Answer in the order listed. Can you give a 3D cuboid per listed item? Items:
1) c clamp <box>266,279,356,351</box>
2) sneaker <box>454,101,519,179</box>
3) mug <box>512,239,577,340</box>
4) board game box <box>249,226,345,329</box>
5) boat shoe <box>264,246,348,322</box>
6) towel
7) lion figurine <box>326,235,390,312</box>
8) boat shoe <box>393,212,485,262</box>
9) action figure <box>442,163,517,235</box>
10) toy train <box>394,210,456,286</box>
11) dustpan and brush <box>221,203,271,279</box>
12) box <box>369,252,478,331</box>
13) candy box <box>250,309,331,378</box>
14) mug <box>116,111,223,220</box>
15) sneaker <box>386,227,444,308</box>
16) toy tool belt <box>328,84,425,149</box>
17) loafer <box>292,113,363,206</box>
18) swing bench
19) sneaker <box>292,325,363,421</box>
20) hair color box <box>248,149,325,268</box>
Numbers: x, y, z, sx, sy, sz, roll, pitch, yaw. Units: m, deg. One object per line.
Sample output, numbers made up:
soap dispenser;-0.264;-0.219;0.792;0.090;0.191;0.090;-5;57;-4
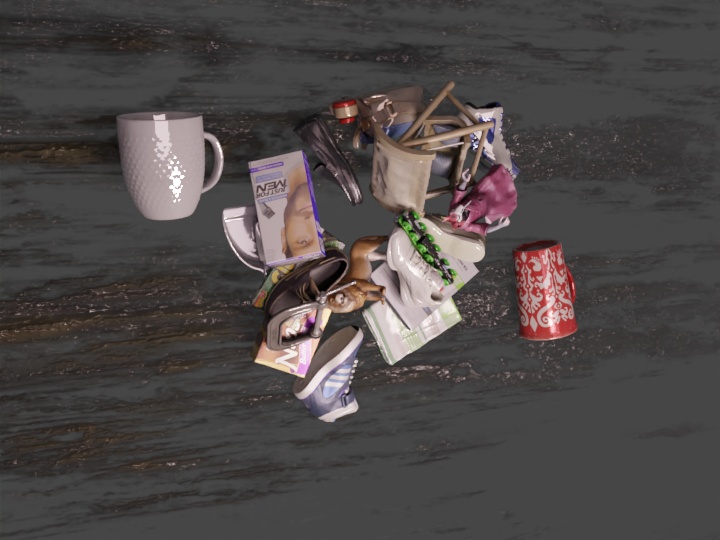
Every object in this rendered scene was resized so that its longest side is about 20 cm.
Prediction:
c clamp;-0.101;0.099;1.283;0.169;0.201;0.027;-16;64;-24
sneaker;0.277;-0.287;1.411;0.199;0.081;0.116;35;92;-20
mug;0.415;0.034;1.528;0.132;0.177;0.202;-7;103;21
board game box;-0.123;0.005;1.324;0.104;0.023;0.201;32;85;-19
boat shoe;-0.104;0.030;1.282;0.200;0.073;0.075;-45;110;-9
towel;0.117;0.101;1.476;0.199;0.031;0.150;-30;111;-10
lion figurine;0.000;0.000;1.361;0.121;0.073;0.202;10;61;8
boat shoe;0.165;-0.082;1.389;0.200;0.061;0.072;22;137;-2
action figure;0.223;-0.134;1.334;0.199;0.149;0.135;-30;94;-31
toy train;0.131;-0.044;1.360;0.042;0.056;0.201;-49;122;-20
dustpan and brush;-0.190;-0.030;1.328;0.138;0.057;0.202;-11;107;-16
box;0.133;0.005;1.437;0.200;0.041;0.156;-40;102;-10
candy box;-0.135;0.107;1.380;0.116;0.056;0.202;22;92;-21
mug;-0.333;-0.192;1.211;0.199;0.147;0.177;-19;117;-45
sneaker;0.114;-0.006;1.332;0.075;0.099;0.201;-61;140;-38
toy tool belt;0.039;-0.286;1.307;0.199;0.124;0.124;-22;114;-31
loafer;-0.061;-0.211;1.328;0.070;0.068;0.202;-31;105;0
swing bench;0.127;-0.216;1.290;0.199;0.199;0.130;-33;67;-17
sneaker;-0.037;0.231;1.436;0.200;0.080;0.147;-47;120;-7
hair color box;-0.139;-0.115;1.270;0.108;0.065;0.202;-12;83;4
